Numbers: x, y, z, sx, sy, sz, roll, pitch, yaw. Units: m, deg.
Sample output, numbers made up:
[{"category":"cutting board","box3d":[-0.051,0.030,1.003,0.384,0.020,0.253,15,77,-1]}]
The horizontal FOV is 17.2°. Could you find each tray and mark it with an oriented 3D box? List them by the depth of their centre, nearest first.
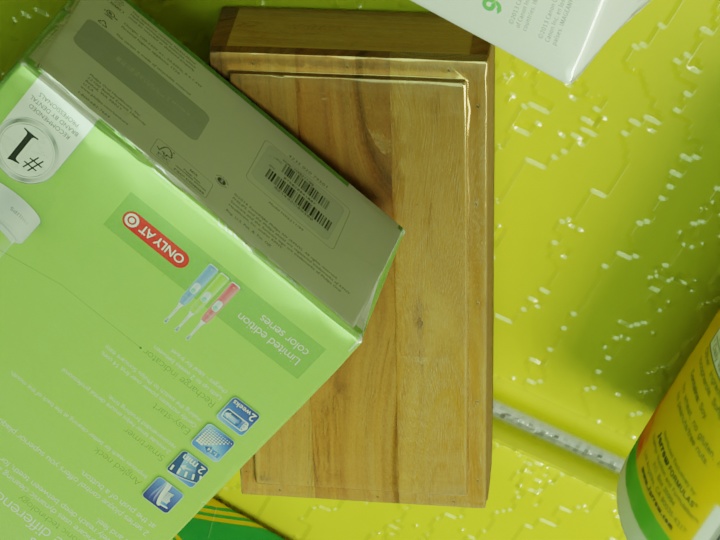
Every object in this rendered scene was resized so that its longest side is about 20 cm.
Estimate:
[{"category":"tray","box3d":[0.000,0.000,0.889,0.098,0.037,0.201,2,124,6]}]

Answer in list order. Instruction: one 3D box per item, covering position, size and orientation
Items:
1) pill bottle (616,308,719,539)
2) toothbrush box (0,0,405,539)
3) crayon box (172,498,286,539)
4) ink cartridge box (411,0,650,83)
[{"category":"pill bottle","box3d":[0.180,0.033,0.838,0.110,0.111,0.201,22,125,-7]},{"category":"toothbrush box","box3d":[-0.105,0.022,0.841,0.145,0.086,0.200,38,118,-9]},{"category":"crayon box","box3d":[-0.087,0.190,1.021,0.172,0.058,0.200,30,124,-13]},{"category":"ink cartridge box","box3d":[0.034,-0.189,0.708,0.175,0.084,0.201,29,126,12]}]
